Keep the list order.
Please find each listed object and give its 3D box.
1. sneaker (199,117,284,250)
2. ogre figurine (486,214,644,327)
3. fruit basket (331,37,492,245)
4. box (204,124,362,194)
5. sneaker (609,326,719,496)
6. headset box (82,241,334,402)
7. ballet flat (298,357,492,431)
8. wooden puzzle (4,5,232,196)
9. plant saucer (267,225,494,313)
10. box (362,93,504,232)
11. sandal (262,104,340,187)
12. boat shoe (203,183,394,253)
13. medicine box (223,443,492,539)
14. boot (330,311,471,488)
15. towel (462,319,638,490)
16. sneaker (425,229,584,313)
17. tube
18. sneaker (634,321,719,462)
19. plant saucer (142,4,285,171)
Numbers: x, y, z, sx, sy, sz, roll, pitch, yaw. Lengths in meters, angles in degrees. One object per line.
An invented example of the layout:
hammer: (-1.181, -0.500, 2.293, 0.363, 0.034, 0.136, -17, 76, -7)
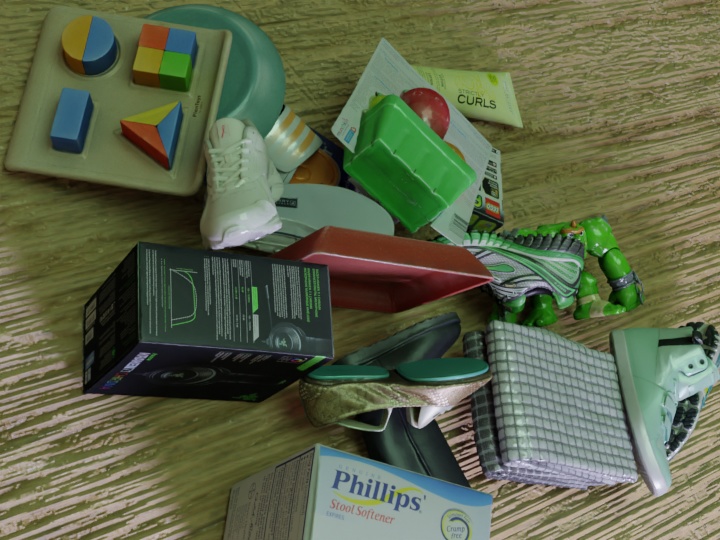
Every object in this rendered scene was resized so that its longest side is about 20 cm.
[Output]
sneaker: (-0.119, -0.086, 1.047, 0.077, 0.200, 0.100, -15, 112, 2)
ogre figurine: (0.238, 0.002, 1.348, 0.198, 0.098, 0.121, -10, 88, 1)
fruit basket: (0.059, -0.140, 1.236, 0.185, 0.094, 0.201, 41, 34, -16)
box: (-0.072, -0.101, 1.242, 0.199, 0.032, 0.122, 31, 59, -15)
sneaker: (0.361, 0.153, 1.304, 0.117, 0.074, 0.203, -9, 64, 6)
headset box: (-0.139, 0.056, 1.056, 0.198, 0.174, 0.094, 7, 67, -29)
ballet flat: (0.035, 0.126, 1.142, 0.197, 0.071, 0.066, -1, 102, -10)
wooden puzzle: (-0.236, -0.174, 1.109, 0.197, 0.046, 0.187, 7, 68, 3)
plant saucer: (0.000, 0.000, 1.140, 0.198, 0.199, 0.037, 7, 75, -27)
box: (0.079, -0.124, 1.315, 0.199, 0.035, 0.111, 22, 53, -29)
sandal: (-0.107, -0.146, 1.186, 0.206, 0.059, 0.080, 34, 59, -9)
boat shoe: (-0.066, -0.043, 1.180, 0.197, 0.070, 0.072, 6, 53, -9)
medicine box: (-0.009, 0.247, 1.040, 0.181, 0.200, 0.104, 19, 62, -22)
boot: (0.075, 0.162, 1.200, 0.164, 0.066, 0.201, -23, 78, -22)
towel: (0.205, 0.155, 1.265, 0.199, 0.085, 0.167, 16, 56, -36)
sneaker: (0.149, 0.002, 1.268, 0.197, 0.078, 0.086, 3, 81, 8)
tube: (0.117, -0.219, 1.390, 0.198, 0.052, 0.059, 1, 111, -35)
sneaker: (0.393, 0.160, 1.383, 0.201, 0.077, 0.080, -55, 138, -20)
plant saucer: (-0.176, -0.196, 1.161, 0.197, 0.036, 0.202, 0, 68, 0)
